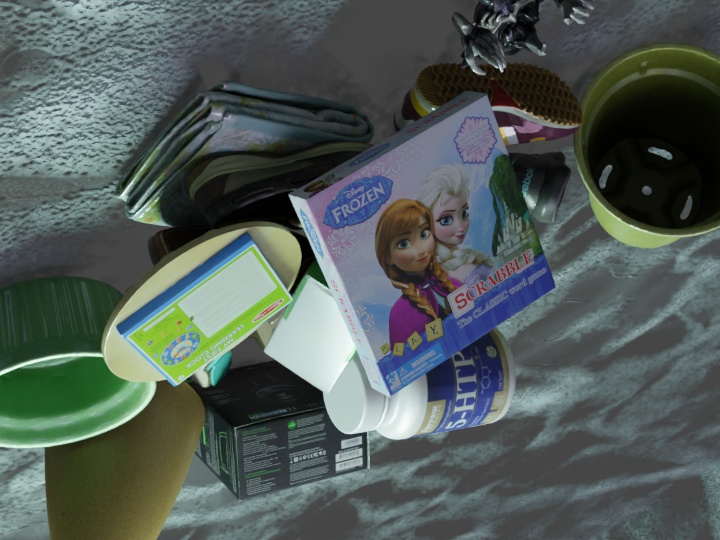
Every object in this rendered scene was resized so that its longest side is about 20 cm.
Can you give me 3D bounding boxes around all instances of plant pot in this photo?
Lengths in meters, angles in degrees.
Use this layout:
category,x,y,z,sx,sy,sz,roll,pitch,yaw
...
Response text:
category,x,y,z,sx,sy,sz,roll,pitch,yaw
plant pot,0.316,-0.110,1.307,0.198,0.203,0.184,-21,166,-1
plant pot,-0.278,0.237,1.377,0.183,0.202,0.188,2,141,2

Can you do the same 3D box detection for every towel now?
category,x,y,z,sx,sy,sz,roll,pitch,yaw
towel,-0.106,-0.099,1.132,0.198,0.049,0.171,6,145,-45

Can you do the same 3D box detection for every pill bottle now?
category,x,y,z,sx,sy,sz,roll,pitch,yaw
pill bottle,0.063,0.123,1.366,0.197,0.121,0.120,-6,150,-32

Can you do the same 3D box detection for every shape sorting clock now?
category,x,y,z,sx,sy,sz,roll,pitch,yaw
shape sorting clock,-0.139,0.028,1.086,0.198,0.039,0.201,-28,149,-18

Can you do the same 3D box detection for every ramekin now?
category,x,y,z,sx,sy,sz,roll,pitch,yaw
ramekin,-0.313,0.091,1.246,0.197,0.099,0.201,-14,151,-8

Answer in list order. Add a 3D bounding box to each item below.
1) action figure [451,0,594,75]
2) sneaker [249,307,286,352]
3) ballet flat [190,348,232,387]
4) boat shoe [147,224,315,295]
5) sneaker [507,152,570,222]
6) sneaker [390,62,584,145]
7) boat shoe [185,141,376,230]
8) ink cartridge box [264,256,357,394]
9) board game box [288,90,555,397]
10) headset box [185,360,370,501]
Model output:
category,x,y,z,sx,sy,sz,roll,pitch,yaw
action figure,0.124,-0.220,1.023,0.118,0.103,0.200,-38,150,6
sneaker,-0.106,0.015,1.341,0.075,0.070,0.201,-42,157,-15
ballet flat,-0.173,0.081,1.376,0.068,0.070,0.200,-13,162,-19
boat shoe,-0.116,-0.019,1.151,0.072,0.076,0.199,-40,157,27
sneaker,0.171,-0.097,1.282,0.078,0.077,0.200,18,-176,4
sneaker,0.122,-0.149,1.193,0.197,0.076,0.090,3,148,-27
boat shoe,-0.056,-0.067,1.097,0.197,0.066,0.073,-10,152,-24
ink cartridge box,0.000,0.000,1.230,0.201,0.082,0.147,-57,178,-39
board game box,0.061,-0.025,1.101,0.198,0.202,0.041,-32,-158,-18
headset box,-0.108,0.183,1.497,0.172,0.199,0.094,-9,106,-25
